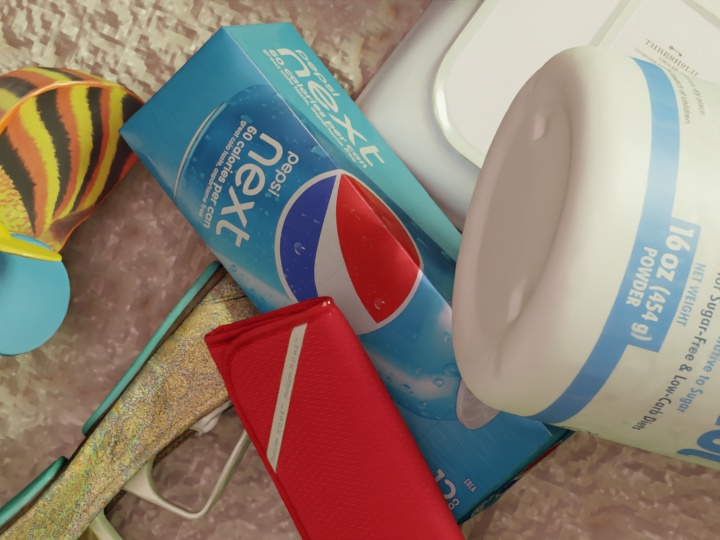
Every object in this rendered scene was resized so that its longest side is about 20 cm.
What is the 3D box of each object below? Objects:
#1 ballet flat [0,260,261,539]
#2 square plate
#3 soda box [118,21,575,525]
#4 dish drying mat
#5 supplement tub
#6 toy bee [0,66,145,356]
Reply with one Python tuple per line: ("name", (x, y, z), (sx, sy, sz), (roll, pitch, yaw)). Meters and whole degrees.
("ballet flat", (-0.096, 0.086, 0.935), (0.071, 0.071, 0.200), (42, 89, 9))
("square plate", (0.123, -0.076, 0.942), (0.199, 0.028, 0.199), (36, 89, 10))
("soda box", (0.000, 0.000, 0.922), (0.064, 0.068, 0.200), (-43, 80, 20))
("dish drying mat", (0.009, 0.105, 0.893), (0.076, 0.018, 0.201), (-17, 103, 43))
("supplement tub", (0.144, 0.008, 0.848), (0.198, 0.132, 0.133), (15, 86, -14))
("toy bee", (-0.165, -0.004, 0.920), (0.130, 0.109, 0.201), (-7, 57, 44))
